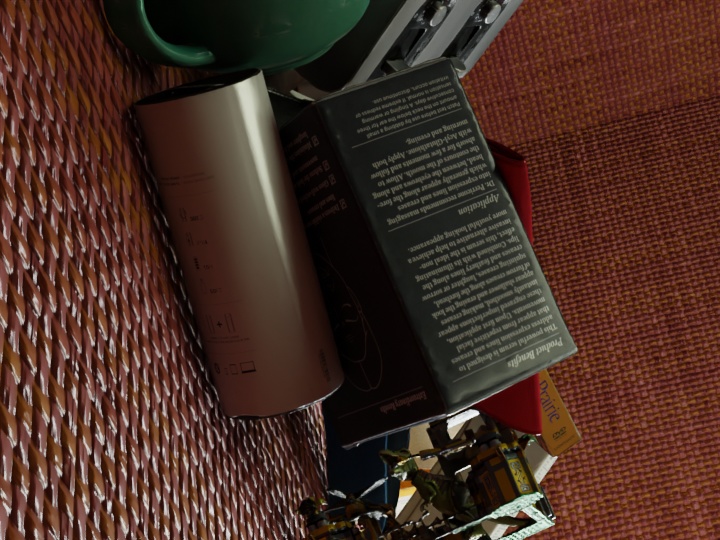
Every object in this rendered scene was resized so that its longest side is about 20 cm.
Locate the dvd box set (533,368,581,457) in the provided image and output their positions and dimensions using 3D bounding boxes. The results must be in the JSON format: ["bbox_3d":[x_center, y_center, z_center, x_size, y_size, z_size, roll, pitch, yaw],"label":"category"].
[{"bbox_3d":[0.080,0.030,1.159,0.200,0.029,0.146,60,-10,-31],"label":"dvd box set"}]

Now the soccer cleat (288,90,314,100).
[{"bbox_3d":[-0.055,-0.064,1.246,0.085,0.069,0.200,32,46,-15],"label":"soccer cleat"}]

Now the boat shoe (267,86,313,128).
[{"bbox_3d":[-0.025,-0.097,1.183,0.200,0.071,0.072,27,44,-39],"label":"boat shoe"}]

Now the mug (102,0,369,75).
[{"bbox_3d":[-0.081,-0.185,0.990,0.152,0.185,0.115,45,-26,55],"label":"mug"}]

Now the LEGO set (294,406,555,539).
[{"bbox_3d":[0.039,0.147,1.122,0.154,0.200,0.116,27,37,-61],"label":"LEGO set"}]

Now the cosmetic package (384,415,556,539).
[{"bbox_3d":[0.082,0.197,1.290,0.073,0.200,0.104,35,-4,13],"label":"cosmetic package"}]

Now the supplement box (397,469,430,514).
[{"bbox_3d":[0.065,0.211,1.600,0.200,0.073,0.126,67,12,-52],"label":"supplement box"}]

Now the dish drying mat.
[{"bbox_3d":[0.087,0.009,1.024,0.077,0.018,0.201,30,-46,48],"label":"dish drying mat"}]

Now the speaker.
[{"bbox_3d":[-0.072,-0.017,0.950,0.081,0.081,0.201,-75,151,-74],"label":"speaker"}]

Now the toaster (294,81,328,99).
[{"bbox_3d":[0.006,-0.119,1.509,0.114,0.129,0.201,65,14,-61],"label":"toaster"}]

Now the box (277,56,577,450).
[{"bbox_3d":[0.021,-0.007,0.994,0.148,0.107,0.201,-27,-95,61],"label":"box"}]

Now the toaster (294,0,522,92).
[{"bbox_3d":[-0.004,-0.221,1.146,0.200,0.119,0.181,42,27,19],"label":"toaster"}]

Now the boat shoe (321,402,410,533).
[{"bbox_3d":[0.003,0.114,1.272,0.069,0.084,0.201,-19,119,-73],"label":"boat shoe"}]

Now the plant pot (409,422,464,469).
[{"bbox_3d":[0.034,0.042,1.367,0.200,0.186,0.187,48,26,-45],"label":"plant pot"}]

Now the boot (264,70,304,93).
[{"bbox_3d":[-0.023,-0.196,1.276,0.200,0.166,0.073,-91,165,-59],"label":"boot"}]
